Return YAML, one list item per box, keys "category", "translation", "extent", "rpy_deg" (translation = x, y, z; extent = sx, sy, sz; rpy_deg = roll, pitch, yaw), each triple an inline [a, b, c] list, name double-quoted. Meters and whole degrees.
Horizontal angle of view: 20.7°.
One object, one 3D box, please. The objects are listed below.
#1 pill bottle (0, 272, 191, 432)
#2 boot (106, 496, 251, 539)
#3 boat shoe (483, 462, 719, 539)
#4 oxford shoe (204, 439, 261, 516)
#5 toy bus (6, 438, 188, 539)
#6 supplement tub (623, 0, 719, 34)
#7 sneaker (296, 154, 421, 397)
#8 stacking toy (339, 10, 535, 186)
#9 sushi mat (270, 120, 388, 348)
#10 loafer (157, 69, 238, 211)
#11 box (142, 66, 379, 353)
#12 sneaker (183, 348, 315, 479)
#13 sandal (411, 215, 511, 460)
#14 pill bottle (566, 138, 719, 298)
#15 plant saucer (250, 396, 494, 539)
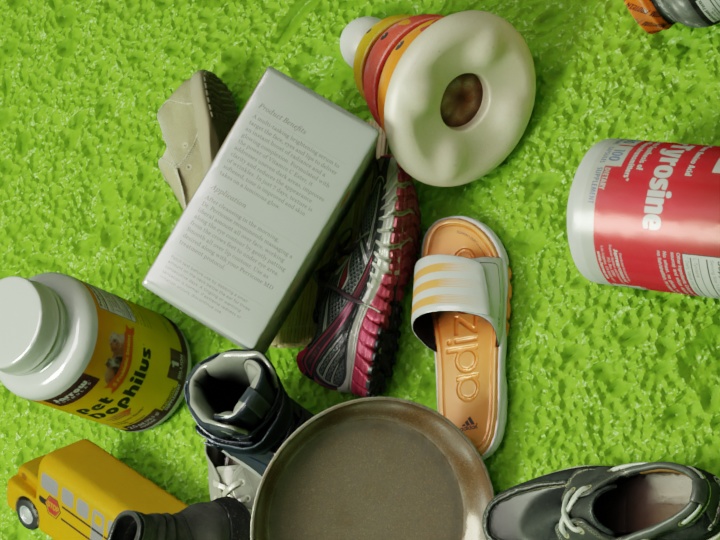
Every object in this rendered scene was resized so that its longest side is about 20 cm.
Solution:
- category: "pill bottle"
  translation: [-0.240, 0.068, 1.686]
  extent: [0.108, 0.200, 0.110]
  rpy_deg: [-10, 70, 29]
- category: "boot"
  translation: [-0.160, 0.281, 1.586]
  extent: [0.069, 0.131, 0.202]
  rpy_deg: [12, 103, 44]
- category: "boat shoe"
  translation: [0.176, 0.176, 1.468]
  extent: [0.198, 0.067, 0.073]
  rpy_deg: [-9, 72, 31]
- category: "oxford shoe"
  translation: [-0.099, 0.199, 1.646]
  extent: [0.075, 0.058, 0.202]
  rpy_deg: [-10, 72, 27]
- category: "toy bus"
  translation: [-0.219, 0.209, 1.693]
  extent: [0.199, 0.065, 0.079]
  rpy_deg: [28, 122, 35]
- category: "supplement tub"
  translation: [0.293, -0.265, 1.508]
  extent: [0.199, 0.122, 0.124]
  rpy_deg: [-22, 64, 24]
- category: "sneaker"
  translation: [0.000, 0.000, 1.623]
  extent: [0.074, 0.081, 0.202]
  rpy_deg: [11, 80, 18]
- category: "stacking toy"
  translation: [0.038, -0.167, 1.650]
  extent: [0.200, 0.146, 0.147]
  rpy_deg: [34, 94, 50]
- category: "sushi mat"
  translation: [-0.027, -0.032, 1.699]
  extent: [0.095, 0.012, 0.202]
  rpy_deg: [-1, 75, 31]
- category: "loafer"
  translation: [-0.138, -0.079, 1.750]
  extent: [0.068, 0.075, 0.202]
  rpy_deg: [-23, 59, 28]
- category: "box"
  translation: [-0.078, -0.043, 1.607]
  extent: [0.106, 0.152, 0.201]
  rpy_deg: [30, 85, 3]
- category: "sneaker"
  translation: [-0.053, 0.137, 1.555]
  extent: [0.201, 0.146, 0.077]
  rpy_deg: [29, 73, 12]
- category: "sandal"
  translation: [0.080, 0.048, 1.580]
  extent: [0.079, 0.059, 0.209]
  rpy_deg: [-15, 68, 27]
- category: "pill bottle"
  translation: [0.263, -0.036, 1.461]
  extent: [0.198, 0.112, 0.113]
  rpy_deg: [7, 79, 33]
- category: "plant saucer"
  translation: [0.008, 0.196, 1.525]
  extent: [0.202, 0.199, 0.032]
  rpy_deg: [-67, 18, -3]
